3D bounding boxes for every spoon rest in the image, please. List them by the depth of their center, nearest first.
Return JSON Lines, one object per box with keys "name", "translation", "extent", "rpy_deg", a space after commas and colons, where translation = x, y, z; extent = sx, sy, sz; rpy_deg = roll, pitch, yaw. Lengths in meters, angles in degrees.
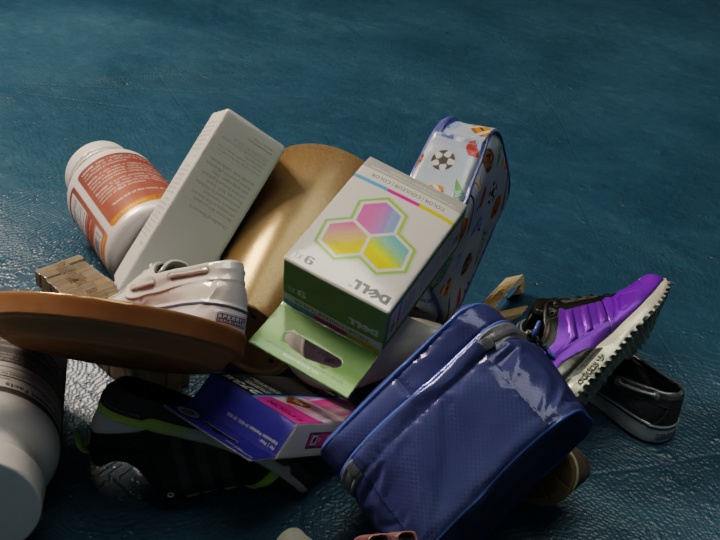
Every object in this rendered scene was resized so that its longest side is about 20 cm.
{"name": "spoon rest", "translation": [0.024, 0.070, 0.876], "extent": [0.198, 0.101, 0.061], "rpy_deg": [10, 17, 10]}

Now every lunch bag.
{"name": "lunch bag", "translation": [0.075, 0.118, 0.755], "extent": [0.132, 0.200, 0.136], "rpy_deg": [46, 2, 25]}
{"name": "lunch bag", "translation": [0.087, -0.041, 1.004], "extent": [0.075, 0.161, 0.201], "rpy_deg": [20, 68, 22]}

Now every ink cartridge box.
{"name": "ink cartridge box", "translation": [-0.066, 0.121, 0.824], "extent": [0.094, 0.037, 0.199], "rpy_deg": [26, 7, 28]}
{"name": "ink cartridge box", "translation": [0.000, 0.000, 0.841], "extent": [0.103, 0.060, 0.200], "rpy_deg": [27, 53, 16]}

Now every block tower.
{"name": "block tower", "translation": [-0.243, 0.057, 0.962], "extent": [0.054, 0.058, 0.199], "rpy_deg": [-23, 44, -40]}

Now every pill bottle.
{"name": "pill bottle", "translation": [-0.298, 0.120, 0.789], "extent": [0.114, 0.117, 0.201], "rpy_deg": [-1, 32, -13]}
{"name": "pill bottle", "translation": [-0.263, -0.068, 1.107], "extent": [0.111, 0.113, 0.200], "rpy_deg": [-12, 36, -29]}

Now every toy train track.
{"name": "toy train track", "translation": [0.142, 0.052, 1.064], "extent": [0.114, 0.033, 0.200], "rpy_deg": [-14, 12, 30]}

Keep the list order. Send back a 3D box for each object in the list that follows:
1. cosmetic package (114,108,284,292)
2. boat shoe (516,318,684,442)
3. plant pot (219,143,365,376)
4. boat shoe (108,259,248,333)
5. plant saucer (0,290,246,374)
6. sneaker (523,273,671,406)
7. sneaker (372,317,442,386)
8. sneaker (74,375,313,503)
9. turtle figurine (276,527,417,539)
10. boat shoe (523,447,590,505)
{"name": "cosmetic package", "translation": [-0.162, -0.055, 0.972], "extent": [0.071, 0.201, 0.101], "rpy_deg": [32, -2, -17]}
{"name": "boat shoe", "translation": [0.237, 0.091, 0.989], "extent": [0.071, 0.068, 0.200], "rpy_deg": [-17, 39, -34]}
{"name": "plant pot", "translation": [-0.067, 0.004, 0.987], "extent": [0.184, 0.188, 0.201], "rpy_deg": [16, 43, 15]}
{"name": "boat shoe", "translation": [-0.162, 0.024, 0.844], "extent": [0.199, 0.066, 0.073], "rpy_deg": [-4, -16, 42]}
{"name": "plant saucer", "translation": [-0.187, 0.052, 0.754], "extent": [0.198, 0.033, 0.200], "rpy_deg": [6, -12, 1]}
{"name": "sneaker", "translation": [0.210, 0.050, 0.927], "extent": [0.099, 0.070, 0.200], "rpy_deg": [36, 56, 25]}
{"name": "sneaker", "translation": [0.081, 0.100, 0.935], "extent": [0.197, 0.076, 0.085], "rpy_deg": [6, 26, -2]}
{"name": "sneaker", "translation": [-0.137, 0.156, 0.817], "extent": [0.198, 0.083, 0.072], "rpy_deg": [25, 4, -16]}
{"name": "turtle figurine", "translation": [-0.007, 0.260, 0.658], "extent": [0.193, 0.201, 0.144], "rpy_deg": [9, 48, 44]}
{"name": "boat shoe", "translation": [0.109, 0.154, 0.869], "extent": [0.199, 0.074, 0.065], "rpy_deg": [21, 5, 38]}
